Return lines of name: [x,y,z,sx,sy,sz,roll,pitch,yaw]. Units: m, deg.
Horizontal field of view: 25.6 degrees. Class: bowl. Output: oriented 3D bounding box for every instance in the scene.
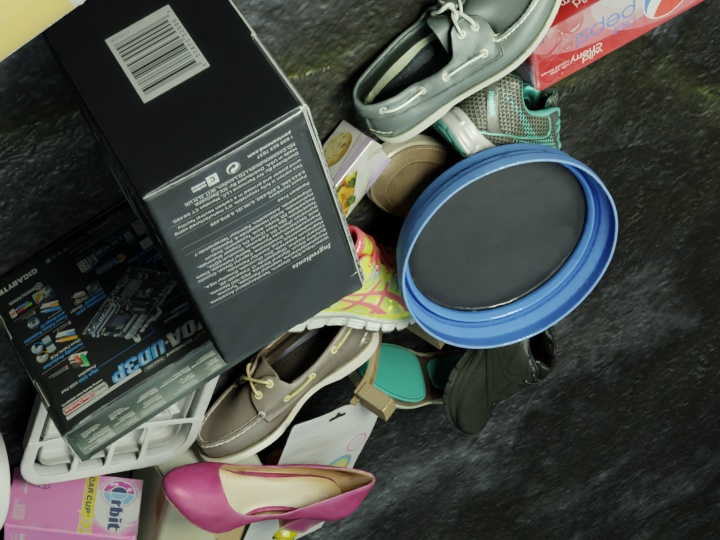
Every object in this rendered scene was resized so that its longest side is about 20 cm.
bowl: [0.123,-0.022,1.363,0.199,0.039,0.202,-12,131,-14]

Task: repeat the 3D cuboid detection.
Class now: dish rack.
dish rack: [-0.199,0.089,1.339,0.171,0.044,0.201,-5,134,-36]

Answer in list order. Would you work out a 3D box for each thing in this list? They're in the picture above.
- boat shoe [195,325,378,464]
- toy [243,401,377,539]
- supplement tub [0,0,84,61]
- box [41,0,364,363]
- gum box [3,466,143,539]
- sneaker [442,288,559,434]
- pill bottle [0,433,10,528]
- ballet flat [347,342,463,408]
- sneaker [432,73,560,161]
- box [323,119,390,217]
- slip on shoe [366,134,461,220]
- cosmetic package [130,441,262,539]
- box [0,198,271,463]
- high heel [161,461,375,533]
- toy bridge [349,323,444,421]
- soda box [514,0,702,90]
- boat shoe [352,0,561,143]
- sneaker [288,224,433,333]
boat shoe: [-0.074,0.096,1.436,0.199,0.072,0.060,-37,139,-7]
toy: [-0.059,0.190,1.519,0.115,0.047,0.201,-17,140,-40]
supplement tub: [-0.239,-0.185,0.904,0.199,0.146,0.146,-36,145,-1]
box: [-0.107,-0.082,1.088,0.123,0.200,0.197,-30,144,-7]
gum box: [-0.261,0.269,1.428,0.112,0.066,0.201,7,134,-6]
sneaker: [0.137,0.089,1.503,0.076,0.090,0.201,-48,159,-45]
pill bottle: [-0.378,0.166,1.205,0.199,0.117,0.117,-5,134,-38]
ballet flat: [0.047,0.112,1.566,0.199,0.068,0.062,9,150,-44]
sneaker: [0.149,-0.117,1.387,0.091,0.078,0.200,-50,145,11]
box: [-0.054,-0.030,1.295,0.200,0.041,0.039,-51,143,-3]
slip on shoe: [0.075,-0.059,1.394,0.076,0.061,0.200,-45,144,11]
cosmetic package: [-0.170,0.242,1.513,0.105,0.071,0.201,-12,138,-32]
box: [-0.165,0.025,1.195,0.199,0.159,0.046,-33,146,-7]
high heel: [-0.079,0.191,1.399,0.096,0.068,0.199,-35,140,29]
toy bridge: [0.052,0.047,1.478,0.200,0.067,0.027,-51,158,-17]
soda box: [0.208,-0.231,1.314,0.199,0.064,0.070,-30,145,-11]
boat shoe: [0.075,-0.180,1.249,0.200,0.073,0.062,-40,149,12]
sneaker: [0.000,0.000,1.381,0.199,0.078,0.091,-7,135,-35]
